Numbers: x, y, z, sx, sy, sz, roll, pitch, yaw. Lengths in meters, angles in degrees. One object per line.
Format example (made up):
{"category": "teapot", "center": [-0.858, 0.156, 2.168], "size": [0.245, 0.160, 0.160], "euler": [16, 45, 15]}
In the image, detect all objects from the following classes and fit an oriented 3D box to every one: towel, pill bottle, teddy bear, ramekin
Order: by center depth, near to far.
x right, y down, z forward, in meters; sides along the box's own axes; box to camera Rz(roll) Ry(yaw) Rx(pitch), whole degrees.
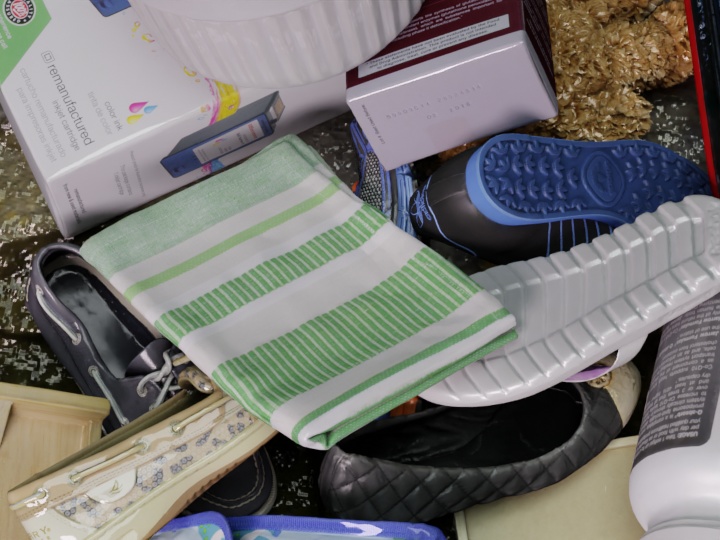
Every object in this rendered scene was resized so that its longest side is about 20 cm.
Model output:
{"category": "pill bottle", "center": [0.206, 0.090, 1.048], "size": [0.116, 0.117, 0.201], "euler": [14, 59, 8]}
{"category": "towel", "center": [-0.033, 0.007, 1.057], "size": [0.152, 0.023, 0.200], "euler": [-29, 50, -27]}
{"category": "ramekin", "center": [-0.047, -0.193, 1.085], "size": [0.199, 0.105, 0.201], "euler": [-7, 55, 10]}
{"category": "teddy bear", "center": [0.117, -0.122, 1.179], "size": [0.199, 0.067, 0.146], "euler": [-18, 66, -5]}

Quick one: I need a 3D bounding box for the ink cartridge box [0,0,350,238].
{"category": "ink cartridge box", "center": [-0.119, -0.133, 1.183], "size": [0.199, 0.088, 0.146], "euler": [-24, 68, -10]}

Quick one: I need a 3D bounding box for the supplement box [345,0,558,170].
{"category": "supplement box", "center": [0.050, -0.159, 1.147], "size": [0.108, 0.061, 0.201], "euler": [-17, 44, 17]}

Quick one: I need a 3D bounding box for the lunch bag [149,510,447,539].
{"category": "lunch bag", "center": [-0.047, 0.218, 1.027], "size": [0.199, 0.127, 0.171], "euler": [1, 68, 21]}

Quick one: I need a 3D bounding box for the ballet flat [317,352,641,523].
{"category": "ballet flat", "center": [0.070, 0.088, 1.069], "size": [0.199, 0.057, 0.067], "euler": [-21, 52, -21]}

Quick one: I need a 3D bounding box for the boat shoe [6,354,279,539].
{"category": "boat shoe", "center": [-0.094, 0.082, 1.046], "size": [0.200, 0.073, 0.063], "euler": [-41, 99, -24]}

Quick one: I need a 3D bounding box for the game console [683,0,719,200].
{"category": "game console", "center": [0.272, -0.113, 1.146], "size": [0.118, 0.172, 0.201], "euler": [-15, 65, 25]}

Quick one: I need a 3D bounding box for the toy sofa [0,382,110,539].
{"category": "toy sofa", "center": [-0.194, 0.167, 1.079], "size": [0.082, 0.098, 0.201], "euler": [10, 67, -20]}

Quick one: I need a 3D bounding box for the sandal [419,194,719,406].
{"category": "sandal", "center": [0.118, 0.028, 1.061], "size": [0.202, 0.050, 0.083], "euler": [-22, 50, 10]}

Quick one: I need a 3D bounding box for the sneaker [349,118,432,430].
{"category": "sneaker", "center": [0.000, 0.000, 1.134], "size": [0.078, 0.075, 0.201], "euler": [-2, 67, 5]}

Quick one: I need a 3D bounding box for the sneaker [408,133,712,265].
{"category": "sneaker", "center": [0.119, -0.034, 1.123], "size": [0.199, 0.078, 0.071], "euler": [10, 69, -35]}

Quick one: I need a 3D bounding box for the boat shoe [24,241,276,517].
{"category": "boat shoe", "center": [-0.123, 0.063, 1.117], "size": [0.073, 0.063, 0.200], "euler": [-38, 73, -15]}

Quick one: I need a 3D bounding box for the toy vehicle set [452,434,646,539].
{"category": "toy vehicle set", "center": [0.123, 0.195, 1.074], "size": [0.123, 0.027, 0.201], "euler": [-8, 68, -1]}
